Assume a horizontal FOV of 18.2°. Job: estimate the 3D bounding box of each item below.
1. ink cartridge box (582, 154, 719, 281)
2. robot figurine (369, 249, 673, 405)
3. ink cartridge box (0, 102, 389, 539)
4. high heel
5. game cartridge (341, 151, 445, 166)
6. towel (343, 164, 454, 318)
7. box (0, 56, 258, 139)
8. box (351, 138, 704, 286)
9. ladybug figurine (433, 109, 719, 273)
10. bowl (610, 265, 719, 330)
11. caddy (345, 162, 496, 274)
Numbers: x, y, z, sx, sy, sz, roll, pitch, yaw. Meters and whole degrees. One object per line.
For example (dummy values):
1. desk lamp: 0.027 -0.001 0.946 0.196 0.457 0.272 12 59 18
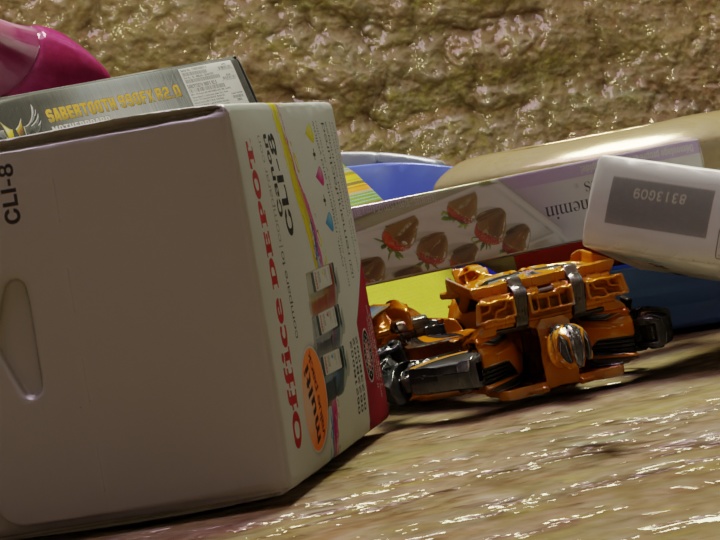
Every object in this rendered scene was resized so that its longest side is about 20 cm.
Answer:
1. ink cartridge box: 0.214 -0.004 1.044 0.159 0.048 0.200 9 -6 31
2. robot figurine: 0.057 0.028 1.053 0.144 0.059 0.200 -12 2 -20
3. ink cartridge box: -0.084 0.015 0.895 0.143 0.147 0.200 -10 3 12
4. high heel: -0.230 -0.070 1.268 0.095 0.068 0.200 22 -54 -35
5. game cartridge: -0.033 -0.008 1.490 0.198 0.135 0.040 -9 -1 13
6. towel: 0.000 0.000 1.228 0.086 0.018 0.200 -15 40 -28
7. box: -0.173 -0.050 1.249 0.199 0.049 0.158 -16 -13 -42
8. box: 0.076 -0.027 1.108 0.198 0.039 0.041 -12 1 -19
9. ladybug figurine: 0.140 -0.040 1.233 0.198 0.073 0.136 -10 3 16
10. bowl: 0.197 0.005 1.280 0.199 0.040 0.201 -11 1 0
11. caddy: 0.018 0.004 1.361 0.199 0.106 0.141 -3 -16 37
